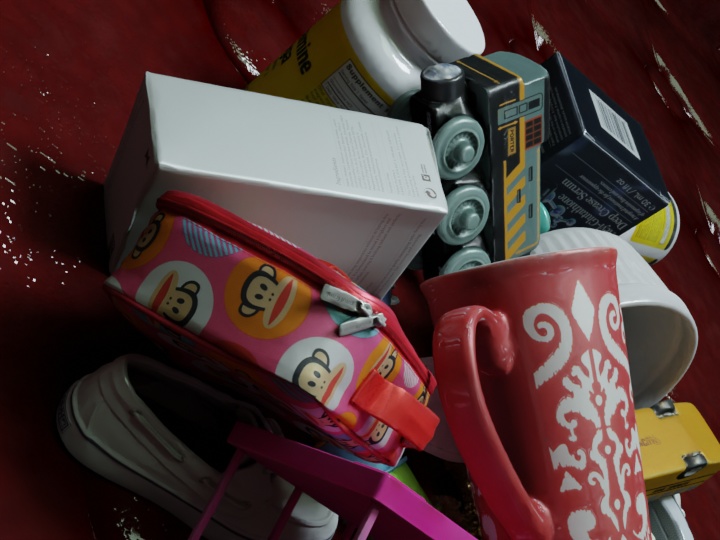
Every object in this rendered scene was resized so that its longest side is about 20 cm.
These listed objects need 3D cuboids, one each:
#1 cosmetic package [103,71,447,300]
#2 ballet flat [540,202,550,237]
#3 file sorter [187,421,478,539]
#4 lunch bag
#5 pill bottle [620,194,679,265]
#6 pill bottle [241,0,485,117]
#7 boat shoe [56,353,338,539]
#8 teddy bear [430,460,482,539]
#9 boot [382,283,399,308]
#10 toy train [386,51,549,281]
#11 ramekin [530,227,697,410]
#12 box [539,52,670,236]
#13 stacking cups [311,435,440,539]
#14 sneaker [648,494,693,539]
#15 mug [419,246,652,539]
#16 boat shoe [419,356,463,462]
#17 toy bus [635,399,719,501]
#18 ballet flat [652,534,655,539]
[{"bbox_3d":[-0.058,-0.048,0.699,0.198,0.113,0.082,9,50,-27],"label":"cosmetic package"},{"bbox_3d":[0.069,-0.062,0.942,0.199,0.068,0.070,28,28,35],"label":"ballet flat"},{"bbox_3d":[0.009,0.192,0.563,0.200,0.138,0.126,40,70,-31],"label":"file sorter"},{"bbox_3d":[-0.034,0.046,0.606,0.175,0.082,0.200,27,-12,22],"label":"lunch bag"},{"bbox_3d":[0.299,-0.066,1.298,0.199,0.114,0.115,7,55,-54],"label":"pill bottle"},{"bbox_3d":[-0.004,-0.146,0.845,0.112,0.199,0.113,36,34,-30],"label":"pill bottle"},{"bbox_3d":[-0.076,0.110,0.620,0.199,0.065,0.074,31,37,-36],"label":"boat shoe"},{"bbox_3d":[0.110,0.198,0.806,0.145,0.067,0.200,47,30,-10],"label":"teddy bear"},{"bbox_3d":[0.000,0.000,0.845,0.091,0.073,0.200,57,39,0],"label":"boot"},{"bbox_3d":[0.087,-0.065,0.800,0.085,0.113,0.202,40,-34,49],"label":"toy train"},{"bbox_3d":[0.175,0.056,0.922,0.199,0.200,0.106,25,32,-42],"label":"ramekin"},{"bbox_3d":[0.162,-0.081,1.025,0.148,0.199,0.108,27,41,-38],"label":"box"},{"bbox_3d":[-0.004,0.128,0.731,0.201,0.060,0.060,55,29,9],"label":"stacking cups"},{"bbox_3d":[0.283,0.236,1.018,0.070,0.073,0.202,25,41,-37],"label":"sneaker"},{"bbox_3d":[0.103,0.098,0.702,0.176,0.133,0.203,-7,84,-31],"label":"mug"},{"bbox_3d":[0.086,0.104,0.804,0.200,0.060,0.073,13,88,-30],"label":"boat shoe"},{"bbox_3d":[0.233,0.164,0.932,0.198,0.078,0.066,-3,55,-38],"label":"toy bus"},{"bbox_3d":[0.220,0.252,0.915,0.072,0.072,0.201,48,30,-13],"label":"ballet flat"}]
